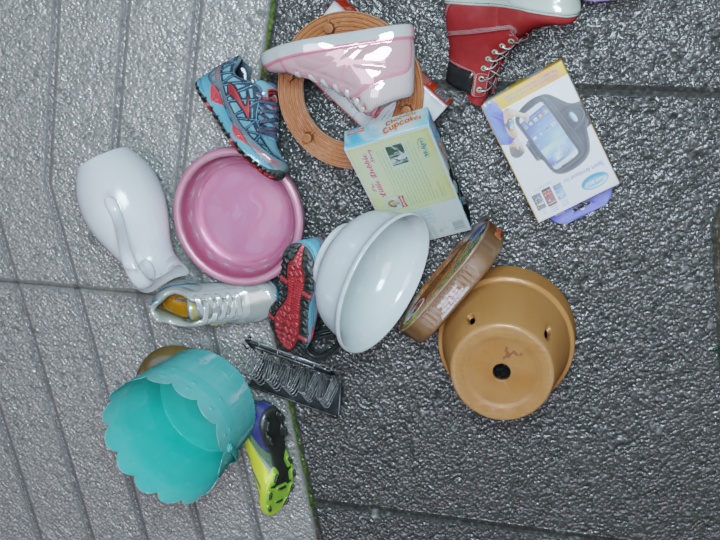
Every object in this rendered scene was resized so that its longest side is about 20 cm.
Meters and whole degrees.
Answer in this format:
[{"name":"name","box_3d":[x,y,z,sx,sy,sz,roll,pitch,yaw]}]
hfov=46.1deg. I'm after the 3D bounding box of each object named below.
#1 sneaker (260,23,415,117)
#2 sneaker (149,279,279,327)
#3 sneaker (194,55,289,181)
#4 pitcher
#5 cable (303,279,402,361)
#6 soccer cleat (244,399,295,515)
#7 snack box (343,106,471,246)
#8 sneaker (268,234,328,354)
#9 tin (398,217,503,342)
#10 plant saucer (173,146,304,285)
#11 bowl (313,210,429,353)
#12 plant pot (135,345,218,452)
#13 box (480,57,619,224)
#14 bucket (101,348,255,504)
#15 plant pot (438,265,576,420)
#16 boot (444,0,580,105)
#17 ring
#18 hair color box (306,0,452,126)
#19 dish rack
[{"name":"sneaker","box_3d":[-0.025,-0.238,1.046,0.196,0.075,0.107,-5,103,12]},{"name":"sneaker","box_3d":[-0.217,0.053,1.270,0.196,0.081,0.078,-4,106,12]},{"name":"sneaker","box_3d":[-0.145,-0.213,1.139,0.095,0.079,0.201,-38,70,6]},{"name":"pitcher","box_3d":[-0.330,-0.069,1.201,0.120,0.172,0.203,-24,93,-1]},{"name":"cable","box_3d":[-0.005,0.072,1.258,0.097,0.050,0.201,37,123,-3]},{"name":"soccer cleat","box_3d":[-0.153,0.297,1.357,0.083,0.064,0.204,17,119,39]},{"name":"snack box","box_3d":[0.066,-0.116,1.118,0.114,0.038,0.201,-13,138,16]},{"name":"sneaker","box_3d":[-0.067,0.037,1.219,0.079,0.095,0.202,40,134,24]},{"name":"tin","box_3d":[0.125,0.016,1.162,0.042,0.112,0.201,38,113,-2]},{"name":"plant saucer","box_3d":[-0.172,-0.081,1.230,0.197,0.051,0.204,4,107,12]},{"name":"bowl","box_3d":[0.000,0.000,1.119,0.090,0.200,0.204,28,114,26]},{"name":"plant pot","box_3d":[-0.285,0.219,1.355,0.196,0.027,0.204,6,108,20]},{"name":"box","box_3d":[0.254,-0.159,1.113,0.118,0.042,0.202,-26,98,19]},{"name":"bucket","box_3d":[-0.262,0.225,1.256,0.204,0.135,0.211,7,110,21]},{"name":"plant pot","box_3d":[0.196,0.112,1.162,0.196,0.140,0.204,4,110,12]},{"name":"boot","box_3d":[0.183,-0.273,1.039,0.199,0.072,0.147,21,119,47]},{"name":"ring","box_3d":[-0.016,-0.231,1.098,0.197,0.019,0.204,5,110,14]},{"name":"hair color box","box_3d":[0.015,-0.253,1.125,0.200,0.061,0.102,43,112,-2]},{"name":"dish rack","box_3d":[-0.099,0.154,1.227,0.151,0.200,0.055,17,74,8]}]
